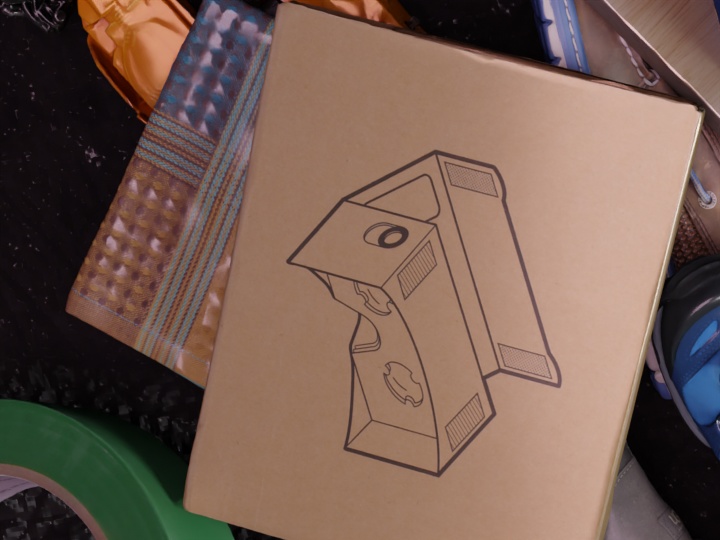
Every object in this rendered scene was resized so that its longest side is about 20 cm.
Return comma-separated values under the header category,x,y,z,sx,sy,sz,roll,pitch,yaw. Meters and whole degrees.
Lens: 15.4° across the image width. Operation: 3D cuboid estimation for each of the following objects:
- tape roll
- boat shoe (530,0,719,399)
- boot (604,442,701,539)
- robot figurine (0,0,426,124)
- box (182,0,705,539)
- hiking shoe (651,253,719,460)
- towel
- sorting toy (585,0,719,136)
category,x,y,z,sx,sy,sz,roll,pitch,yaw
tape roll,-0.136,0.154,1.070,0.199,0.048,0.202,-5,81,31
boat shoe,0.119,-0.054,1.035,0.072,0.072,0.201,-18,106,7
boot,0.031,0.073,1.065,0.181,0.073,0.201,-31,96,9
robot figurine,-0.074,-0.131,1.054,0.145,0.058,0.200,-41,92,12
box,0.027,0.016,0.996,0.162,0.021,0.201,15,103,12
hiking shoe,0.178,0.079,1.006,0.074,0.087,0.200,-32,115,6
towel,0.000,0.000,1.022,0.199,0.022,0.147,28,104,8
sorting toy,0.206,-0.123,0.971,0.199,0.070,0.200,45,82,0
